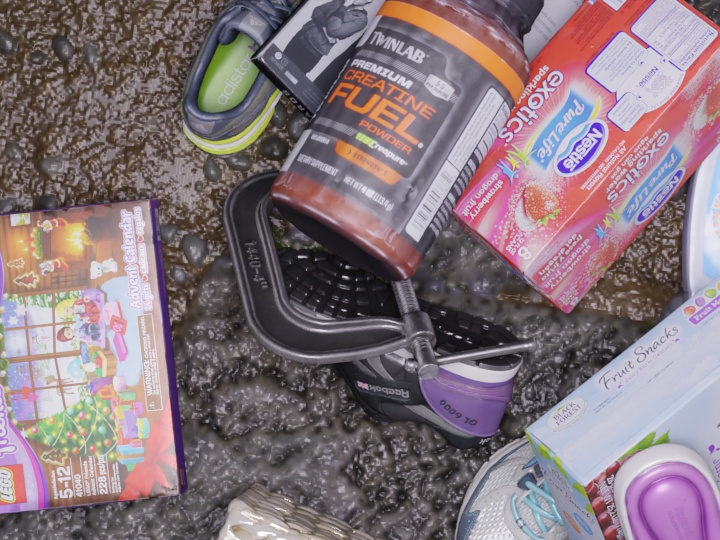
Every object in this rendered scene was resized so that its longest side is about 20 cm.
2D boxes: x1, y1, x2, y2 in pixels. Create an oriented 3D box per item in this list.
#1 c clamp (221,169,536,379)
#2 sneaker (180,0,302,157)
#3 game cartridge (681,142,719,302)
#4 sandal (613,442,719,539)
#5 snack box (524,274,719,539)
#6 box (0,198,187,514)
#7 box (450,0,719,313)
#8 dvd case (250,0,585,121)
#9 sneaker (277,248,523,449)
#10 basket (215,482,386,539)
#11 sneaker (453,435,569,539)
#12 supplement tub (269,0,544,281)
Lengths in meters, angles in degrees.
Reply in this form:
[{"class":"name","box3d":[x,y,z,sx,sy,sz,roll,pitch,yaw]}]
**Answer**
[{"class":"c clamp","box3d":[0.000,0.000,1.437,0.170,0.027,0.200,-11,49,-14]},{"class":"sneaker","box3d":[-0.056,-0.167,1.460,0.074,0.081,0.200,27,91,2]},{"class":"game cartridge","box3d":[0.282,-0.035,1.469,0.133,0.040,0.201,7,90,6]},{"class":"sandal","box3d":[0.204,0.190,1.309,0.082,0.050,0.203,-29,118,10]},{"class":"snack box","box3d":[0.206,0.122,1.381,0.168,0.200,0.068,-37,48,-12]},{"class":"box","box3d":[-0.195,0.058,1.487,0.136,0.039,0.201,-7,90,3]},{"class":"box","box3d":[0.152,-0.085,1.429,0.200,0.095,0.100,-49,59,1]},{"class":"dvd case","box3d":[0.047,-0.158,1.444,0.150,0.025,0.200,45,78,-14]},{"class":"sneaker","box3d":[0.003,0.058,1.463,0.199,0.076,0.088,24,120,17]},{"class":"basket","box3d":[-0.021,0.249,1.403,0.199,0.198,0.161,25,89,3]},{"class":"sneaker","box3d":[0.139,0.128,1.449,0.200,0.086,0.078,-42,87,2]},{"class":"supplement tub","box3d":[0.035,-0.102,1.374,0.107,0.107,0.200,30,82,2]}]
